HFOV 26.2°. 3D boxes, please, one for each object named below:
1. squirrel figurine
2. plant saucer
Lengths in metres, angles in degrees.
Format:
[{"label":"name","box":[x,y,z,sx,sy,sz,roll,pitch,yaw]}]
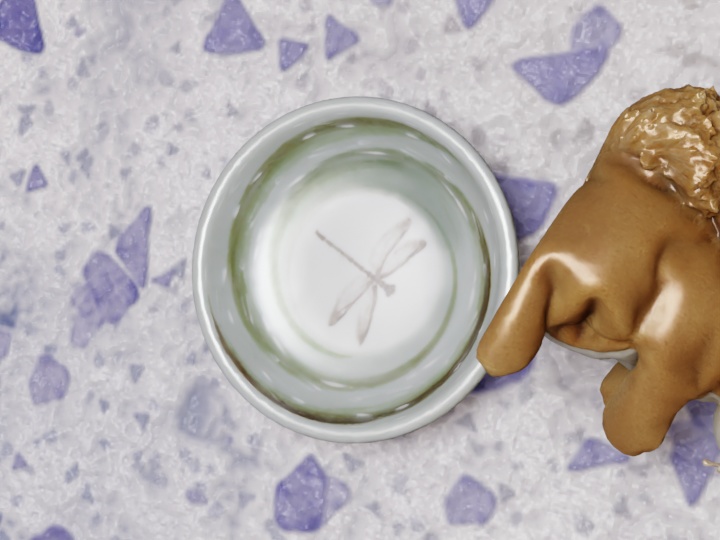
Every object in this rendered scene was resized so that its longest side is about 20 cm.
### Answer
[{"label":"squirrel figurine","box":[0.191,0.010,0.798,0.187,0.142,0.200,31,100,12]},{"label":"plant saucer","box":[0.000,0.000,0.907,0.200,0.050,0.200,-1,87,19]}]
